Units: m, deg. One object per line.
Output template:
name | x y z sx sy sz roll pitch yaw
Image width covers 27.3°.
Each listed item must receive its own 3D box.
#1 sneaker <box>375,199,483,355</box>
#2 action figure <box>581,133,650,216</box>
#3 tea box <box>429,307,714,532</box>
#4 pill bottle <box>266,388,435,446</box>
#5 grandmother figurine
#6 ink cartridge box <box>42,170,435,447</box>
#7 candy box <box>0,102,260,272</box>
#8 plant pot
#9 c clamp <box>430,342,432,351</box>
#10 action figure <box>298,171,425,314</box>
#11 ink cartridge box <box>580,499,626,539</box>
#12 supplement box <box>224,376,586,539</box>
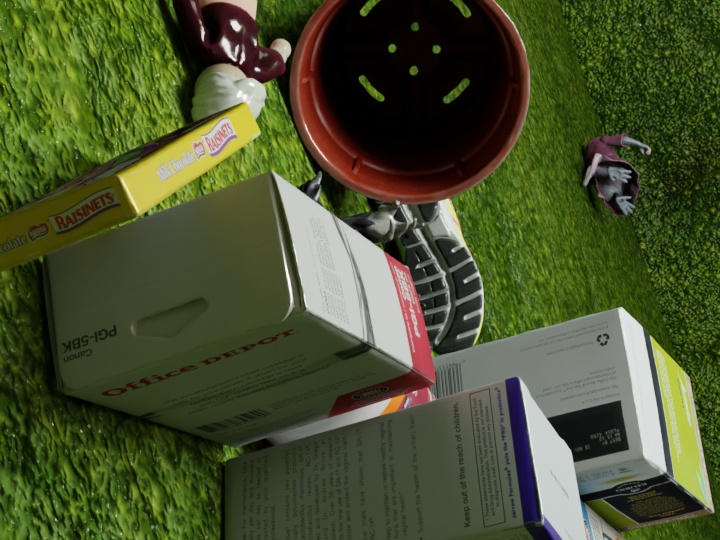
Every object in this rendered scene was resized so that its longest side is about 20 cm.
sneaker | 0.072 -0.016 1.402 0.090 0.078 0.200 0 75 -79
action figure | 0.435 -0.184 2.664 0.149 0.134 0.200 14 32 -19
tea box | 0.169 0.144 1.258 0.197 0.200 0.134 39 40 -54
pill bottle | 0.015 0.130 1.033 0.110 0.109 0.200 -89 154 -45
grandmother figurine | -0.098 -0.179 1.085 0.121 0.061 0.200 22 50 -32
ink cartridge box | -0.062 0.029 0.836 0.200 0.147 0.083 35 40 -64
candy box | -0.128 -0.045 0.784 0.026 0.102 0.200 64 18 -9
plant pot | 0.046 -0.181 1.317 0.195 0.200 0.201 -79 148 -71
c clamp | 0.050 0.128 1.290 0.171 0.027 0.200 18 58 -63
action figure | 0.000 0.000 1.130 0.200 0.102 0.119 51 39 -52
ink cartridge box | 0.146 0.286 1.220 0.200 0.144 0.147 43 35 -57
supplement box | 0.026 0.154 0.899 0.101 0.200 0.103 53 25 -47
